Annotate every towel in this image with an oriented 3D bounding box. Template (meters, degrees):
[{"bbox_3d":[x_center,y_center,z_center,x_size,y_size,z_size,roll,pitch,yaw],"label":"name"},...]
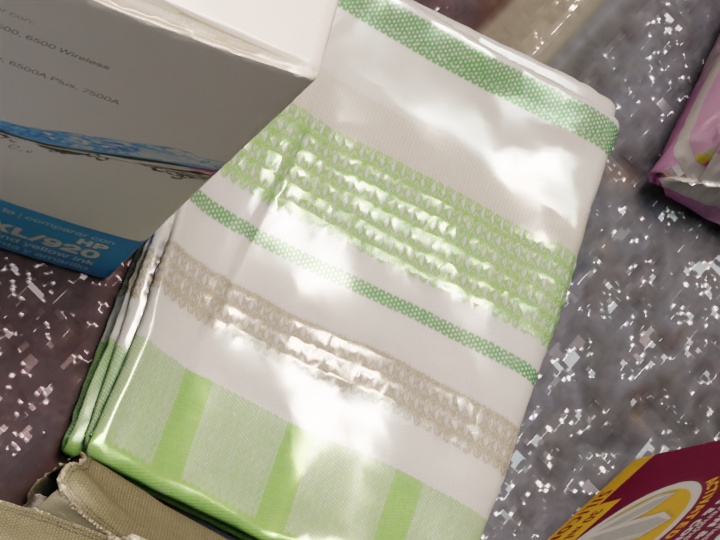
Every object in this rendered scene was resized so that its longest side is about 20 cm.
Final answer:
[{"bbox_3d":[0.000,0.000,0.997,0.149,0.031,0.201,25,66,-13],"label":"towel"}]

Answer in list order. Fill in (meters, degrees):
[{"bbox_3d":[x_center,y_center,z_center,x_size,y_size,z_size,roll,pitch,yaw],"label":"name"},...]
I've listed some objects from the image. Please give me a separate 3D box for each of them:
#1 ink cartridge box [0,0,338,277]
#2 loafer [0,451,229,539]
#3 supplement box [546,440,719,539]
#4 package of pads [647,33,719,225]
[{"bbox_3d":[-0.093,-0.111,0.896,0.144,0.200,0.148,20,67,-16],"label":"ink cartridge box"},{"bbox_3d":[-0.078,0.089,0.910,0.199,0.075,0.070,9,74,-20],"label":"loafer"},{"bbox_3d":[0.120,0.122,0.909,0.131,0.200,0.103,-37,98,-29],"label":"supplement box"},{"bbox_3d":[0.196,-0.085,1.082,0.120,0.076,0.201,33,64,-12],"label":"package of pads"}]
